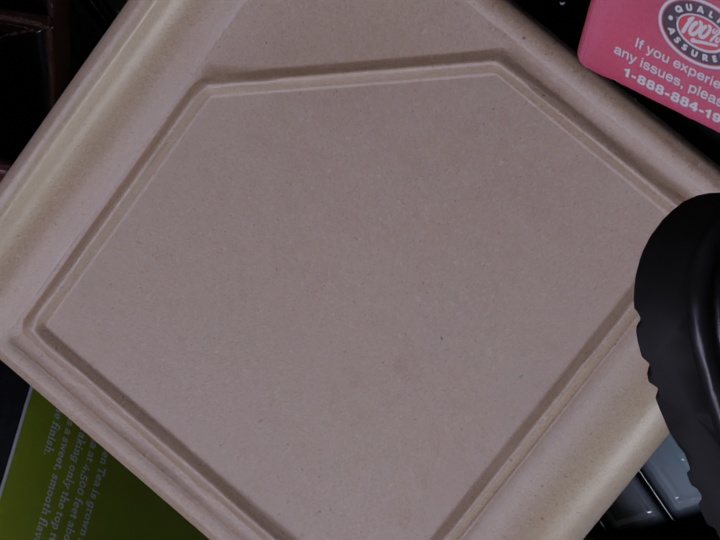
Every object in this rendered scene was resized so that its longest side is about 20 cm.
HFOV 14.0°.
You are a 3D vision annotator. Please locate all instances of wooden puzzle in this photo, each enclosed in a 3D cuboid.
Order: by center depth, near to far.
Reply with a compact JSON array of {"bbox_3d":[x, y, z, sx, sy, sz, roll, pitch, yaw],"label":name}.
[{"bbox_3d":[0.000,0.000,0.859,0.200,0.037,0.185,38,107,4],"label":"wooden puzzle"}]

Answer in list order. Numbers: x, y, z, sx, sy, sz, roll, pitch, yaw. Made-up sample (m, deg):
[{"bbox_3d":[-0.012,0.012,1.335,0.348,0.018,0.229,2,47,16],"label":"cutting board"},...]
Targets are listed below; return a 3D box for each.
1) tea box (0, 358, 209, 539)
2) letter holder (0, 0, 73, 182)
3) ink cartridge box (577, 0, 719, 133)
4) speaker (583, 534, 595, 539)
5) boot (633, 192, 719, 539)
[{"bbox_3d":[-0.154,0.098,0.976,0.197,0.134,0.200,34,145,-31],"label":"tea box"},{"bbox_3d":[-0.208,-0.069,0.908,0.200,0.142,0.101,-8,81,41],"label":"letter holder"},{"bbox_3d":[0.146,-0.110,0.666,0.146,0.085,0.200,28,134,16],"label":"ink cartridge box"},{"bbox_3d":[0.079,0.140,0.916,0.200,0.088,0.088,39,138,6],"label":"speaker"},{"bbox_3d":[0.166,0.064,0.680,0.158,0.079,0.211,-4,126,44],"label":"boot"}]
